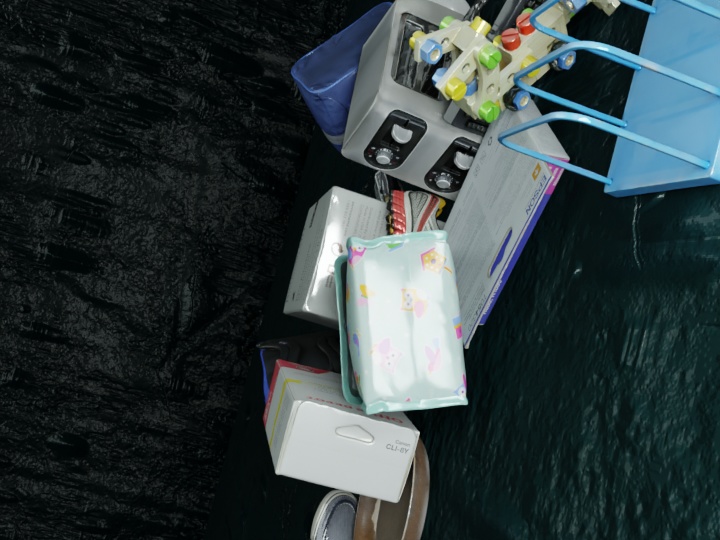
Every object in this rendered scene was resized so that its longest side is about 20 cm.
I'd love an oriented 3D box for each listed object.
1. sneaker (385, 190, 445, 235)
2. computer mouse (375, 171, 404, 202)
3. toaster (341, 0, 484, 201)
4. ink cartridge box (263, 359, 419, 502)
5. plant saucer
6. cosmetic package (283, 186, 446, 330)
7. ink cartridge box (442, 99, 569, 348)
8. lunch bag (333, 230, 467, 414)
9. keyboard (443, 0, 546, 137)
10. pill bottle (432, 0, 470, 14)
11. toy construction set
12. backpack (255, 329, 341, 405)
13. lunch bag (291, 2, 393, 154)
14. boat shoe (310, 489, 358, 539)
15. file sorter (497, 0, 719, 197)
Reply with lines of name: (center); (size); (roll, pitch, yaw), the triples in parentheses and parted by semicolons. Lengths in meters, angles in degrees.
sneaker: (0.080, -0.003, 0.993); (0.078, 0.080, 0.205); (108, 158, -75)
computer mouse: (0.048, -0.119, 1.240); (0.200, 0.043, 0.112); (81, 173, -80)
toaster: (0.087, -0.206, 0.979); (0.119, 0.177, 0.204); (138, 147, -58)
ink cartridge box: (-0.031, 0.177, 0.946); (0.200, 0.142, 0.085); (-150, 76, -78)
plant saucer: (0.036, 0.270, 0.939); (0.200, 0.031, 0.205); (-163, 89, -79)
cosmetic package: (0.000, 0.000, 1.137); (0.200, 0.161, 0.169); (162, 124, -76)
ink cartridge box: (0.143, -0.052, 0.840); (0.202, 0.042, 0.199); (-98, 26, -56)
lunch bag: (0.036, 0.056, 0.852); (0.200, 0.119, 0.175); (129, 136, -83)
keyboard: (0.145, -0.236, 0.839); (0.202, 0.125, 0.021); (-62, 39, 22)
pill bottle: (0.093, -0.344, 1.279); (0.200, 0.112, 0.117); (157, 128, -75)
toy construction set: (0.149, -0.219, 0.779); (0.132, 0.197, 0.093); (53, -172, -52)
backpack: (-0.053, 0.186, 1.178); (0.200, 0.159, 0.172); (-129, 25, -75)
lunch bag: (0.022, -0.257, 1.128); (0.198, 0.133, 0.136); (-33, 37, -1)
boat shoe: (-0.021, 0.374, 1.004); (0.092, 0.073, 0.205); (155, 122, -66)
file sorter: (0.190, -0.171, 0.580); (0.139, 0.120, 0.205); (-176, 101, -79)
